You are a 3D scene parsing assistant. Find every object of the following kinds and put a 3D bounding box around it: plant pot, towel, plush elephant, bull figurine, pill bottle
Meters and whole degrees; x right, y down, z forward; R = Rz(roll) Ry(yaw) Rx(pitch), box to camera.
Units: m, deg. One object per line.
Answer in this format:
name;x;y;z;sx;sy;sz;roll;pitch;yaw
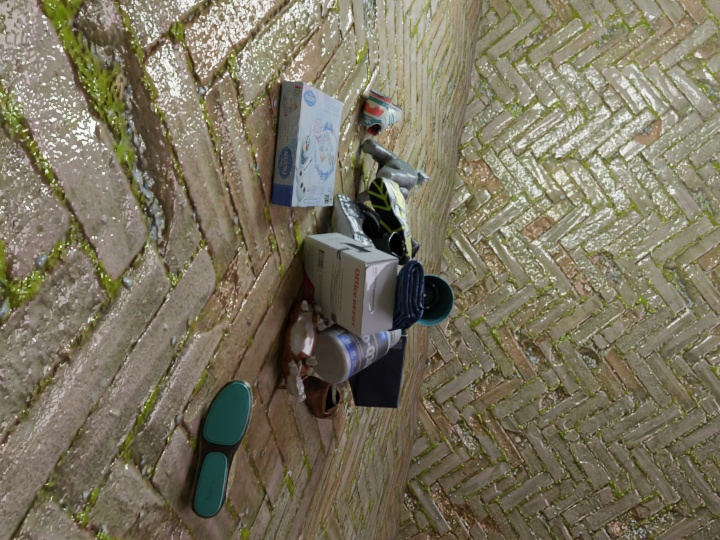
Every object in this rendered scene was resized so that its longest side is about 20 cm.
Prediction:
plant pot;0.266;0.108;2.220;0.188;0.198;0.202;-79;177;-85
towel;0.084;0.054;1.066;0.200;0.048;0.113;105;-11;-75
plush elephant;0.062;-0.208;1.383;0.199;0.165;0.155;12;129;-42
bull figurine;-0.114;0.149;1.046;0.121;0.065;0.202;155;-59;-69
pill bottle;-0.007;0.155;1.189;0.199;0.113;0.115;-23;124;-46

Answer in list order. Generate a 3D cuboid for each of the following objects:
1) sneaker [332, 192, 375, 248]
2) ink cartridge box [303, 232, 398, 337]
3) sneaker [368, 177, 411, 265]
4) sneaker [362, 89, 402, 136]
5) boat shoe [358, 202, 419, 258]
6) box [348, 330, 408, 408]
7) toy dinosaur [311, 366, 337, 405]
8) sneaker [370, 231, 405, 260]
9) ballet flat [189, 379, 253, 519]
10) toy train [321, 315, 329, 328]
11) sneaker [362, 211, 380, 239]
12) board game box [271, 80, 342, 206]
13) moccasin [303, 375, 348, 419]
sneaker;-0.033;-0.082;1.173;0.074;0.087;0.201;18;45;-38
ink cartridge box;-0.024;0.022;1.060;0.083;0.199;0.146;-9;113;-36
sneaker;0.083;-0.112;1.216;0.076;0.075;0.202;-9;84;-44
sneaker;0.047;-0.383;1.371;0.094;0.070;0.200;-65;169;10
boat shoe;0.061;-0.102;1.352;0.060;0.200;0.076;-50;-167;-21
box;0.038;0.229;1.452;0.200;0.122;0.200;-121;-145;-75
toy dinosaur;-0.071;0.195;1.222;0.047;0.088;0.201;-45;-157;37
sneaker;0.034;0.015;1.148;0.074;0.106;0.202;21;61;-37
ballet flat;-0.209;0.263;0.824;0.071;0.070;0.202;47;54;-71
toy train;-0.037;0.122;1.355;0.200;0.055;0.151;65;37;-64
sneaker;0.043;-0.047;1.280;0.091;0.075;0.202;-56;132;-66
board game box;-0.091;-0.217;0.984;0.200;0.043;0.201;-21;120;-72
moccasin;-0.075;0.301;1.280;0.202;0.077;0.074;78;26;-53
